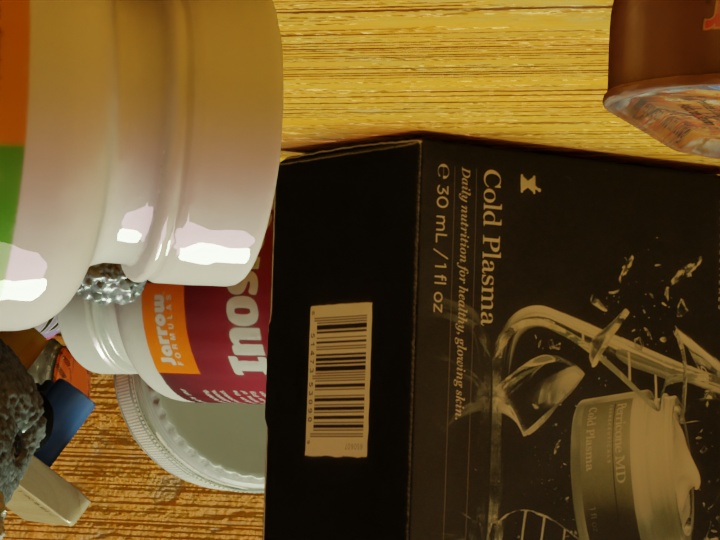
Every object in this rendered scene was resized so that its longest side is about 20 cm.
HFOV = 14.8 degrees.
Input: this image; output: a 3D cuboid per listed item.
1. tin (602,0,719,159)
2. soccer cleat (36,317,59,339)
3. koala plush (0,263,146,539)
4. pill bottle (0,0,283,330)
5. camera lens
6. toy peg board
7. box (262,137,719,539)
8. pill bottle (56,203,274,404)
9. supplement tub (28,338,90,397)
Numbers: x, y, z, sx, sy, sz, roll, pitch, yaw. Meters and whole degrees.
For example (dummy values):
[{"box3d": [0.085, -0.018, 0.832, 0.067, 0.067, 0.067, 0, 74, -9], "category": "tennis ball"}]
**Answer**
[{"box3d": [0.141, -0.060, 0.849, 0.111, 0.042, 0.200, 5, 177, 17], "category": "tin"}, {"box3d": [-0.262, 0.035, 2.096, 0.066, 0.077, 0.200, 1, 175, 16], "category": "soccer cleat"}, {"box3d": [-0.212, 0.045, 1.339, 0.183, 0.201, 0.177, 5, 175, -35], "category": "koala plush"}, {"box3d": [-0.125, -0.042, 0.707, 0.199, 0.112, 0.111, 3, 176, -16], "category": "pill bottle"}, {"box3d": [-0.074, 0.063, 1.792, 0.159, 0.161, 0.200, 3, 176, -10], "category": "camera lens"}, {"box3d": [-0.222, 0.042, 1.531, 0.199, 0.098, 0.200, 38, 169, -9], "category": "toy peg board"}, {"box3d": [0.069, 0.051, 1.271, 0.196, 0.201, 0.124, 5, 174, -35], "category": "box"}, {"box3d": [-0.050, 0.012, 1.402, 0.199, 0.114, 0.113, -1, 175, 29], "category": "pill bottle"}, {"box3d": [-0.422, 0.133, 3.232, 0.199, 0.123, 0.123, 1, 176, 10], "category": "supplement tub"}]
